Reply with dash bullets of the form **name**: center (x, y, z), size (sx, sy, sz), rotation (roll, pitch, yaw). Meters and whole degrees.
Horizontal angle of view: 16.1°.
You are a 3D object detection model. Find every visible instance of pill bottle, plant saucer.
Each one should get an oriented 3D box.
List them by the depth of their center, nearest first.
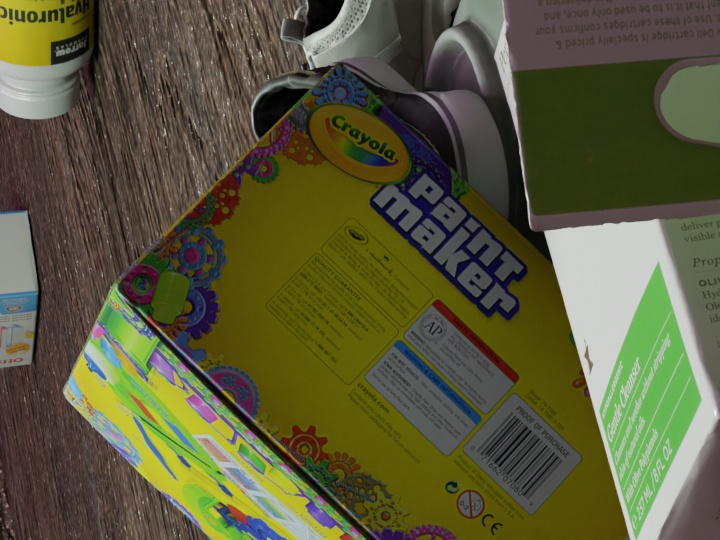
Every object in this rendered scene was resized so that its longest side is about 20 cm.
- **plant saucer**: center (0.063, -0.048, 1.046), size (0.200, 0.050, 0.200), rotation (174, 90, -76)
- **pill bottle**: center (-0.303, -0.246, 2.369), size (0.111, 0.111, 0.200), rotation (-112, 21, -51)

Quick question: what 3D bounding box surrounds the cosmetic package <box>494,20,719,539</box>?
- **cosmetic package**: center (0.110, -0.022, 0.787), size (0.108, 0.085, 0.200), rotation (101, 158, -56)

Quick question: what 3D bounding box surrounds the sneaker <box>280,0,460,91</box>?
- **sneaker**: center (-0.001, -0.110, 1.218), size (0.075, 0.082, 0.200), rotation (-111, 21, -49)

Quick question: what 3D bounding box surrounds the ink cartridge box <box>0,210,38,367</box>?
- **ink cartridge box**: center (-0.470, 0.034, 3.137), size (0.200, 0.128, 0.125), rotation (105, 156, -57)

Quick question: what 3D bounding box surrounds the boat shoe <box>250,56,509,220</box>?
- **boat shoe**: center (0.001, -0.049, 1.041), size (0.200, 0.066, 0.070), rotation (-134, 40, -64)

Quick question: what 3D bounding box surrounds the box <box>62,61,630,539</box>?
- **box**: center (0.006, 0.057, 0.962), size (0.200, 0.122, 0.193), rotation (44, 161, 1)

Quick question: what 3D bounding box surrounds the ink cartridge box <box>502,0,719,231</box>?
- **ink cartridge box**: center (0.090, -0.109, 0.695), size (0.076, 0.148, 0.200), rotation (144, 120, -75)
